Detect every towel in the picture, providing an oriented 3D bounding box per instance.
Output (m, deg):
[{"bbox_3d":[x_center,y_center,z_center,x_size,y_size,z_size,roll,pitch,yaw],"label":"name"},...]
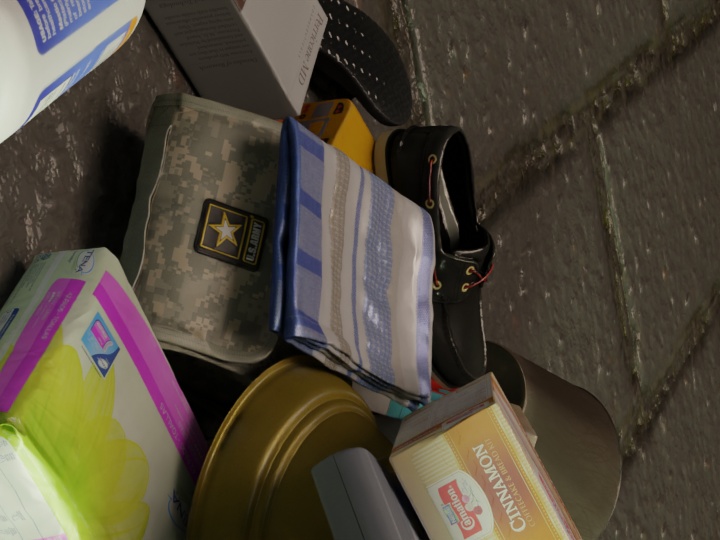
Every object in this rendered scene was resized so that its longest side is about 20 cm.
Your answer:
[{"bbox_3d":[0.000,0.000,1.134,0.200,0.024,0.148,32,56,-58],"label":"towel"}]

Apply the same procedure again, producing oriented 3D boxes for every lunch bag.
[{"bbox_3d":[-0.081,-0.003,1.136,0.200,0.117,0.165,35,60,-53],"label":"lunch bag"}]

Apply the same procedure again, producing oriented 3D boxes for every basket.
[{"bbox_3d":[0.137,0.153,1.573,0.200,0.135,0.182,40,48,-52],"label":"basket"}]

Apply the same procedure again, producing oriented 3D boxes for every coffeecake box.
[{"bbox_3d":[0.087,0.153,1.068,0.154,0.073,0.200,62,4,0],"label":"coffeecake box"}]

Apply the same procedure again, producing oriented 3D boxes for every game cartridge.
[{"bbox_3d":[0.037,0.189,0.993,0.200,0.040,0.134,56,4,-46],"label":"game cartridge"}]

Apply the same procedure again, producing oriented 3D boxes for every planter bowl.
[{"bbox_3d":[-0.018,0.159,1.086,0.200,0.083,0.202,-28,123,-55],"label":"planter bowl"}]

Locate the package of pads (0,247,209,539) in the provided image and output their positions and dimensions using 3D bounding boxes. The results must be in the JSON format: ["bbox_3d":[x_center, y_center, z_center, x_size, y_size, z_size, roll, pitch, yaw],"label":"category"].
[{"bbox_3d":[-0.156,0.112,1.003,0.155,0.068,0.201,-67,143,-47],"label":"package of pads"}]

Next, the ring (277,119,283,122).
[{"bbox_3d":[-0.055,-0.045,1.321,0.200,0.019,0.202,-7,90,-66],"label":"ring"}]

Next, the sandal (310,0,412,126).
[{"bbox_3d":[-0.027,-0.179,1.389,0.200,0.048,0.076,36,53,-43],"label":"sandal"}]

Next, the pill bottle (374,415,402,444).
[{"bbox_3d":[0.036,0.211,1.336,0.201,0.111,0.113,60,34,-43],"label":"pill bottle"}]

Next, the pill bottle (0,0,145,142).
[{"bbox_3d":[-0.200,-0.127,0.906,0.200,0.111,0.113,-53,132,-56],"label":"pill bottle"}]

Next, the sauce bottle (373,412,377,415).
[{"bbox_3d":[0.025,0.068,1.415,0.066,0.066,0.202,23,62,-62],"label":"sauce bottle"}]

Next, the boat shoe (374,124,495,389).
[{"bbox_3d":[0.063,-0.008,1.275,0.074,0.063,0.203,-34,117,-55],"label":"boat shoe"}]

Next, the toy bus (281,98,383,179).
[{"bbox_3d":[-0.002,-0.032,1.303,0.201,0.078,0.065,58,41,-36],"label":"toy bus"}]

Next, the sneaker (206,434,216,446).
[{"bbox_3d":[-0.090,0.179,1.123,0.201,0.079,0.074,-65,143,-46],"label":"sneaker"}]

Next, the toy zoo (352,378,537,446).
[{"bbox_3d":[0.027,0.090,1.286,0.131,0.198,0.021,-89,-163,-85],"label":"toy zoo"}]

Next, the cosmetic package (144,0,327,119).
[{"bbox_3d":[-0.098,-0.203,1.195,0.200,0.073,0.102,56,37,-44],"label":"cosmetic package"}]
